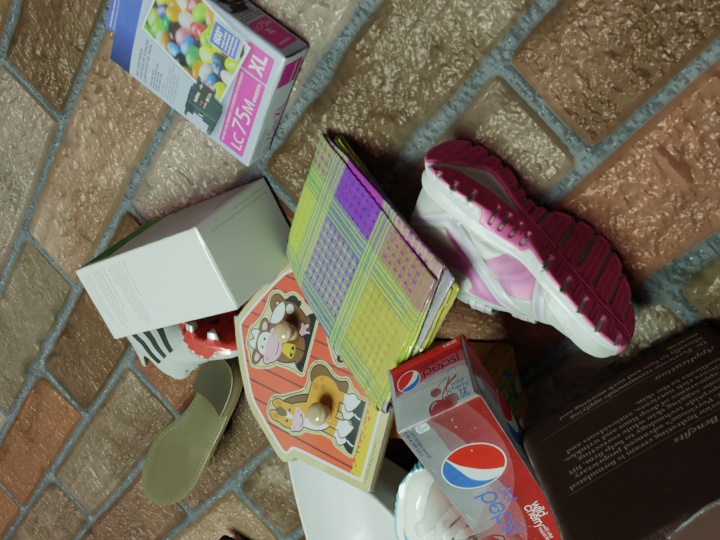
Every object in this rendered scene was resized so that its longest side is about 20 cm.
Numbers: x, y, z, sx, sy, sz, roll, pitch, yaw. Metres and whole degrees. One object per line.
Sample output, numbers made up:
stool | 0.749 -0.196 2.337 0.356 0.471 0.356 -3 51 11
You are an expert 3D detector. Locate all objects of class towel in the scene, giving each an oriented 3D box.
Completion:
towel | 0.000 0.000 0.707 0.201 0.022 0.146 53 134 39

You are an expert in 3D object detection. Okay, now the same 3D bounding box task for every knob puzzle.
knob puzzle | -0.049 0.077 0.789 0.216 0.030 0.225 -4 83 36

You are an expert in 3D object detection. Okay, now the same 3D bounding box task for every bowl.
bowl | 0.018 0.263 0.879 0.198 0.074 0.204 22 132 47

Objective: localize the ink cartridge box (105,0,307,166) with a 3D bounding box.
ink cartridge box | -0.146 -0.195 0.745 0.199 0.042 0.120 40 134 10

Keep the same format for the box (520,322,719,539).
box | 0.224 0.168 0.564 0.164 0.200 0.166 -31 101 8

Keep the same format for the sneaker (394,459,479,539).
sneaker | 0.086 0.251 0.750 0.080 0.076 0.204 5 115 46

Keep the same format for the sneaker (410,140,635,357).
sneaker | 0.117 -0.005 0.656 0.200 0.081 0.089 44 137 15

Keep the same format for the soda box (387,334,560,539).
soda box | 0.096 0.145 0.676 0.069 0.064 0.201 -25 127 12

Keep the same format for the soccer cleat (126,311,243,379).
soccer cleat | -0.181 0.078 0.931 0.197 0.068 0.087 6 117 39

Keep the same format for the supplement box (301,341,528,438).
supplement box | 0.046 0.107 0.786 0.197 0.069 0.068 -3 119 35

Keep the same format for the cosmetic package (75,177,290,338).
cosmetic package | -0.166 -0.007 0.837 0.197 0.108 0.086 -16 108 40

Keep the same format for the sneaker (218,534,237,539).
sneaker | -0.177 0.430 1.169 0.077 0.070 0.202 35 128 17

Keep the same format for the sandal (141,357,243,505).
sandal | -0.175 0.183 1.003 0.077 0.069 0.214 41 114 26
